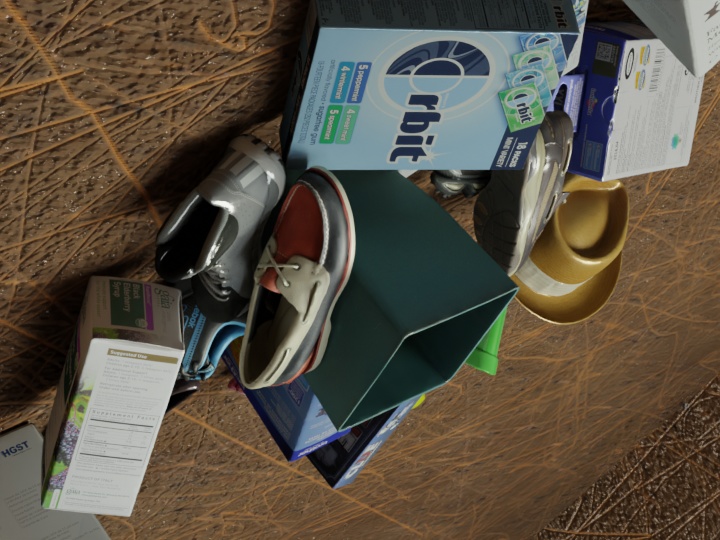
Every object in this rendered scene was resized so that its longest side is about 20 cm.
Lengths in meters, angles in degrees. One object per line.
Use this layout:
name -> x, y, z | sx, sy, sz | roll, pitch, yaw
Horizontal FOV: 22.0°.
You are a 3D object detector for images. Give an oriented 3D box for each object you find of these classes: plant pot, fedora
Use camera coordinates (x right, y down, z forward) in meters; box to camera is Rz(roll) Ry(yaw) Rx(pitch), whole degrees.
plant pot -> 0.000, 0.000, 1.569 | 0.141, 0.200, 0.141 | -21, 156, -41
fedora -> 0.210, -0.046, 1.843 | 0.200, 0.201, 0.082 | -20, 177, -41

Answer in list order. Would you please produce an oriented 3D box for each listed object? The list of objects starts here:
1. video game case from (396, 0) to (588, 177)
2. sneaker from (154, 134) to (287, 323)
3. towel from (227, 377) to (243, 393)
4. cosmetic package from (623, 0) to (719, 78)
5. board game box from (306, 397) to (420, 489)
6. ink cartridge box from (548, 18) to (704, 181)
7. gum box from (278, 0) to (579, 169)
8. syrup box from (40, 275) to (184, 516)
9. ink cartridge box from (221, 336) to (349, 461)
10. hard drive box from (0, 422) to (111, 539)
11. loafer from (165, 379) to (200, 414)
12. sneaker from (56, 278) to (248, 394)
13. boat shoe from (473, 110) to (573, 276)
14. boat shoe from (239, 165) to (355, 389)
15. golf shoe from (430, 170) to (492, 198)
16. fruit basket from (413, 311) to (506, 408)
video game case -> 0.107, -0.172, 1.556 | 0.200, 0.022, 0.182 | -33, 160, -11
sneaker -> -0.129, -0.012, 1.478 | 0.115, 0.075, 0.200 | -43, 159, -41
towel -> -0.038, 0.048, 1.884 | 0.200, 0.030, 0.146 | -50, 158, 23
cosmetic package -> 0.268, -0.288, 1.443 | 0.165, 0.165, 0.200 | -40, 161, 2
board game box -> -0.006, 0.097, 1.802 | 0.035, 0.136, 0.200 | -11, 143, -53
ink cartridge box -> 0.243, -0.163, 1.742 | 0.200, 0.076, 0.137 | -14, 116, -52
gum box -> 0.049, -0.144, 1.421 | 0.199, 0.045, 0.170 | 0, 146, -13
syrup box -> -0.207, 0.106, 1.534 | 0.081, 0.079, 0.200 | 8, 128, -16
ink cartridge box -> -0.061, 0.083, 1.724 | 0.076, 0.137, 0.200 | -25, 157, -24
hard drive box -> -0.304, 0.253, 1.602 | 0.156, 0.200, 0.077 | -22, 156, -36
loafer -> -0.225, 0.142, 1.697 | 0.200, 0.063, 0.072 | -45, 160, 20
sneaker -> -0.172, 0.069, 1.598 | 0.200, 0.082, 0.073 | -37, 164, 1
boat shoe -> 0.157, -0.067, 1.688 | 0.073, 0.075, 0.200 | -19, 148, -21
boat shoe -> -0.055, 0.009, 1.479 | 0.062, 0.071, 0.201 | -19, 136, -37
golf shoe -> 0.146, -0.125, 1.735 | 0.200, 0.078, 0.095 | -19, 153, -46
fruit basket -> 0.063, 0.085, 1.908 | 0.216, 0.155, 0.216 | 25, 90, -84
